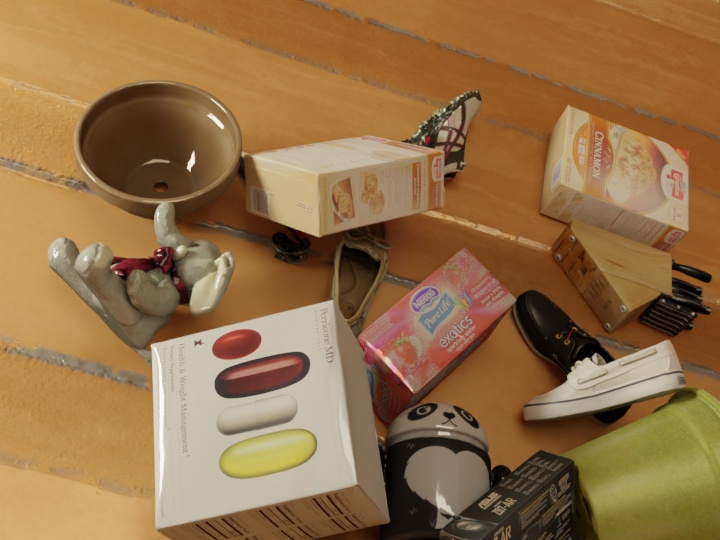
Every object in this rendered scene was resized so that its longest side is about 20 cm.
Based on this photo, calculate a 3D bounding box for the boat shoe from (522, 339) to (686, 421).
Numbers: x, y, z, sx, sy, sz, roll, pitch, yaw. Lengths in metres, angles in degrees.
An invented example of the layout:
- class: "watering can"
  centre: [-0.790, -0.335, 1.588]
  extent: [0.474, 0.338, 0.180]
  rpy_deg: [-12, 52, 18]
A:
- class: "boat shoe"
  centre: [0.281, 0.132, 1.136]
  extent: [0.071, 0.198, 0.067]
  rpy_deg: [10, 64, -53]

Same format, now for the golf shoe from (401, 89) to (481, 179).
- class: "golf shoe"
  centre: [0.116, -0.176, 1.345]
  extent: [0.088, 0.077, 0.200]
  rpy_deg: [50, 58, -9]

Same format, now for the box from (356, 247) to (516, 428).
- class: "box"
  centre: [0.081, 0.079, 1.147]
  extent: [0.095, 0.103, 0.199]
  rpy_deg: [45, 58, 12]

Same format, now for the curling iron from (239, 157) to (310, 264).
- class: "curling iron"
  centre: [-0.126, -0.091, 1.228]
  extent: [0.049, 0.026, 0.202]
  rpy_deg: [-20, 67, -31]

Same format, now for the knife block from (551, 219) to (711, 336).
- class: "knife block"
  centre: [0.384, 0.002, 1.317]
  extent: [0.173, 0.064, 0.202]
  rpy_deg: [-23, 68, -29]

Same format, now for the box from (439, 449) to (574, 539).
- class: "box"
  centre: [0.154, 0.299, 0.978]
  extent: [0.043, 0.164, 0.198]
  rpy_deg: [10, 21, 38]

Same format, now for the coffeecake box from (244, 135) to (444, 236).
- class: "coffeecake box"
  centre: [-0.018, -0.109, 1.174]
  extent: [0.197, 0.075, 0.152]
  rpy_deg: [-15, 23, -37]

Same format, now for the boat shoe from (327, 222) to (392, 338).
- class: "boat shoe"
  centre: [0.000, 0.000, 1.192]
  extent: [0.072, 0.063, 0.203]
  rpy_deg: [16, 55, -7]

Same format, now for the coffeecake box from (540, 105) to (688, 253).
- class: "coffeecake box"
  centre: [0.369, -0.129, 1.386]
  extent: [0.196, 0.073, 0.156]
  rpy_deg: [19, 55, -7]

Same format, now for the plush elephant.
- class: "plush elephant"
  centre: [-0.220, 0.004, 1.064]
  extent: [0.155, 0.164, 0.201]
  rpy_deg: [-45, 109, -21]

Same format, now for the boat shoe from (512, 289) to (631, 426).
- class: "boat shoe"
  centre: [0.273, 0.100, 1.223]
  extent: [0.073, 0.063, 0.203]
  rpy_deg: [-26, 69, -27]

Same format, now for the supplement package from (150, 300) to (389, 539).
- class: "supplement package"
  centre: [-0.091, 0.164, 0.966]
  extent: [0.196, 0.148, 0.195]
  rpy_deg: [-14, 61, 7]

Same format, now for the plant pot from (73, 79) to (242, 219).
- class: "plant pot"
  centre: [-0.244, -0.129, 1.166]
  extent: [0.196, 0.093, 0.204]
  rpy_deg: [6, 51, -8]

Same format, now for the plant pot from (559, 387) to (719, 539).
- class: "plant pot"
  centre: [0.318, 0.253, 1.080]
  extent: [0.180, 0.201, 0.203]
  rpy_deg: [-12, 63, -12]

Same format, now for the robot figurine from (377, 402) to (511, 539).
- class: "robot figurine"
  centre: [0.082, 0.242, 1.031]
  extent: [0.150, 0.123, 0.203]
  rpy_deg: [39, 44, -42]
